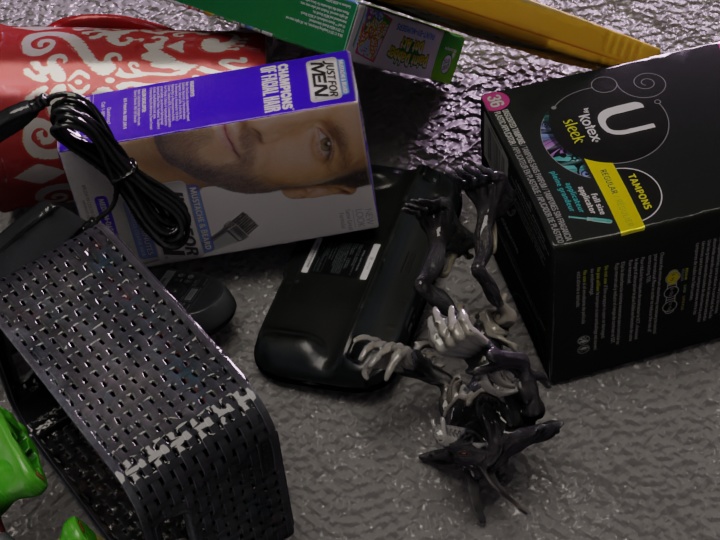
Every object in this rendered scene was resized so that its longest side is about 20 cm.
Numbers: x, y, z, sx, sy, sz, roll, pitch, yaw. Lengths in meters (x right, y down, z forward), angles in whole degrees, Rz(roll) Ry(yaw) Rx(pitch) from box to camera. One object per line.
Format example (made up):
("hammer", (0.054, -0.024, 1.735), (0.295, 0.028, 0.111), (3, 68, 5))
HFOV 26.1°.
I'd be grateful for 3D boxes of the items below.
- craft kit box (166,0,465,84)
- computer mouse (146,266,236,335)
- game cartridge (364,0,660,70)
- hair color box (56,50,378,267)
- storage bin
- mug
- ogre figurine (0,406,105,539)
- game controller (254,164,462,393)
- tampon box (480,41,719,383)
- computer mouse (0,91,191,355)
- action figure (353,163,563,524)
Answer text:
("craft kit box", (-0.048, -0.194, 1.155), (0.198, 0.049, 0.197), (22, 13, 24))
("computer mouse", (-0.175, 0.021, 1.062), (0.198, 0.034, 0.059), (8, 38, 22))
("game cartridge", (0.087, -0.178, 1.093), (0.198, 0.033, 0.176), (17, 7, -18))
("hair color box", (-0.093, -0.071, 1.042), (0.198, 0.110, 0.065), (-11, 41, 0))
("storage bin", (-0.135, 0.085, 0.921), (0.093, 0.136, 0.200), (-31, 52, -22))
("mug", (-0.165, -0.134, 1.125), (0.197, 0.134, 0.180), (-2, 68, -2))
("ogre figurine", (-0.211, 0.163, 0.869), (0.119, 0.201, 0.098), (-37, 12, -2))
("game controller", (0.000, 0.000, 1.062), (0.103, 0.042, 0.201), (0, 45, 26))
("tampon box", (0.193, -0.044, 1.016), (0.198, 0.127, 0.151), (-14, 47, -8))
("computer mouse", (-0.220, -0.021, 0.988), (0.199, 0.141, 0.046), (-30, 24, 14))
("action figure", (0.056, 0.046, 0.930), (0.101, 0.118, 0.202), (11, 67, -37))
